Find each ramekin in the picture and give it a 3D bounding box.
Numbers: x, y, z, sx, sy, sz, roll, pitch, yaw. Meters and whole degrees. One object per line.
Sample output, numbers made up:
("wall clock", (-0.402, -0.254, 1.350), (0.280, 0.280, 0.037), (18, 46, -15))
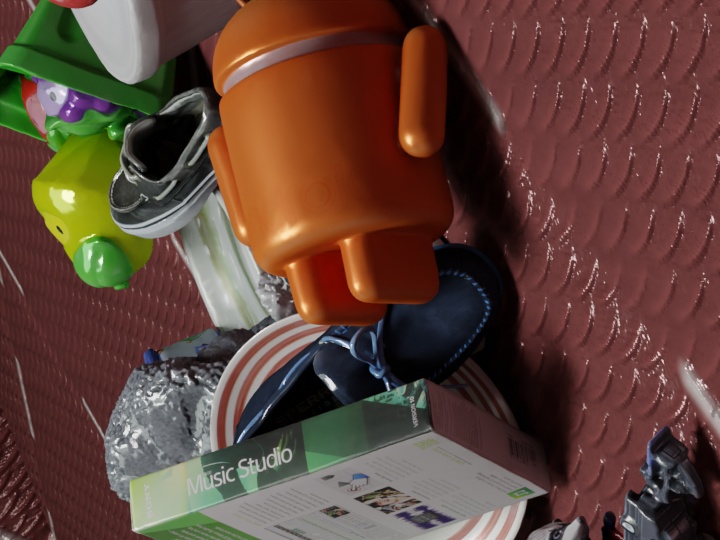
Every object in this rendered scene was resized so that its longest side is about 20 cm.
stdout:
("ramekin", (-0.143, -0.229, 1.759), (0.203, 0.094, 0.203), (58, 163, 29))

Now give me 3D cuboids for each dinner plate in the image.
("dinner plate", (0.006, 0.108, 1.626), (0.024, 0.199, 0.201), (-56, -47, -59))

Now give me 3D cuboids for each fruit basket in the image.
("fruit basket", (-0.206, -0.096, 1.995), (0.216, 0.154, 0.217), (-160, 90, -80))

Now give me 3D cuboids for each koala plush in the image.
("koala plush", (-0.053, 0.085, 1.769), (0.200, 0.182, 0.179), (-55, -38, -57))

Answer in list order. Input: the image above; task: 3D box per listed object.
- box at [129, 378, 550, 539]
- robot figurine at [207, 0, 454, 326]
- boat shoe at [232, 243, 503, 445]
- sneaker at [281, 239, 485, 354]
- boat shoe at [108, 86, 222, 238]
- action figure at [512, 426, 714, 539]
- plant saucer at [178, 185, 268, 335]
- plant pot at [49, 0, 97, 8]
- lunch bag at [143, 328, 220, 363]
("box", (-0.011, 0.123, 1.553), (0.144, 0.199, 0.037), (31, -137, -54))
("robot figurine", (-0.014, -0.073, 1.485), (0.144, 0.116, 0.202), (125, 133, -70))
("boat shoe", (0.005, 0.064, 1.550), (0.084, 0.069, 0.200), (42, 122, -5))
("sneaker", (0.000, 0.000, 1.641), (0.200, 0.079, 0.079), (46, 154, 48))
("boat shoe", (-0.128, -0.083, 1.840), (0.200, 0.070, 0.073), (-36, 52, 49))
("action figure", (0.146, 0.181, 1.372), (0.193, 0.104, 0.201), (40, 153, 39))
("plant saucer", (-0.074, 0.001, 1.940), (0.201, 0.050, 0.201), (57, 161, 31))
("plant pot", (-0.121, -0.252, 1.495), (0.201, 0.181, 0.201), (55, 159, 33))
("lunch bag", (-0.099, 0.151, 2.009), (0.160, 0.075, 0.201), (-130, 23, -65))
